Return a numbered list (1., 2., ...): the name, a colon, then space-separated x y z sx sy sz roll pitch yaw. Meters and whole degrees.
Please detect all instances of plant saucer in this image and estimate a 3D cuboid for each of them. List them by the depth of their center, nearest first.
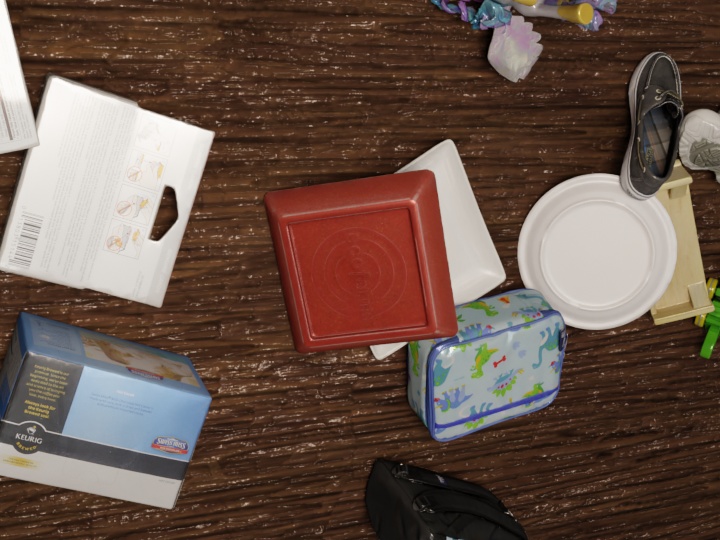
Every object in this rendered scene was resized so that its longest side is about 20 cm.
1. plant saucer: 0.000 0.000 1.099 0.197 0.037 0.203 -7 110 10

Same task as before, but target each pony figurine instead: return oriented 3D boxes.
1. pony figurine: 0.181 -0.305 1.073 0.191 0.199 0.169 9 95 -40

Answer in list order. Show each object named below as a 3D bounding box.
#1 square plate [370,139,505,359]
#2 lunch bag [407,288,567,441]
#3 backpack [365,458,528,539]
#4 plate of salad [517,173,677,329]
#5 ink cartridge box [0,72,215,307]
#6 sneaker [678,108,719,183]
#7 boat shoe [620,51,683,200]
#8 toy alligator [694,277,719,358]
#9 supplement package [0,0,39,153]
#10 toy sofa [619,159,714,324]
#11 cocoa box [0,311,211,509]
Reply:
1. square plate: 0.060 -0.025 1.172 0.196 0.028 0.202 -31 114 -11
2. lunch bag: 0.158 0.119 1.212 0.197 0.083 0.163 -13 124 -20
3. backpack: 0.117 0.331 1.236 0.197 0.163 0.156 5 112 -30
4. plate of salad: 0.299 -0.024 1.239 0.197 0.048 0.203 3 106 9
5. ink cartridge box: -0.265 -0.079 1.013 0.174 0.045 0.203 16 99 -25
6. sneaker: 0.467 -0.177 1.264 0.199 0.077 0.101 22 65 -46
7. boat shoe: 0.363 -0.186 1.190 0.069 0.066 0.203 21 70 -9
8. toy alligator: 0.516 0.025 1.363 0.054 0.059 0.203 -1 109 -66
9. supplement package: -0.406 -0.174 0.868 0.197 0.152 0.153 -15 111 -18
10. toy sofa: 0.401 -0.040 1.288 0.082 0.098 0.203 -15 112 9
11. cocoa box: -0.277 0.145 1.022 0.198 0.133 0.133 18 97 -25
